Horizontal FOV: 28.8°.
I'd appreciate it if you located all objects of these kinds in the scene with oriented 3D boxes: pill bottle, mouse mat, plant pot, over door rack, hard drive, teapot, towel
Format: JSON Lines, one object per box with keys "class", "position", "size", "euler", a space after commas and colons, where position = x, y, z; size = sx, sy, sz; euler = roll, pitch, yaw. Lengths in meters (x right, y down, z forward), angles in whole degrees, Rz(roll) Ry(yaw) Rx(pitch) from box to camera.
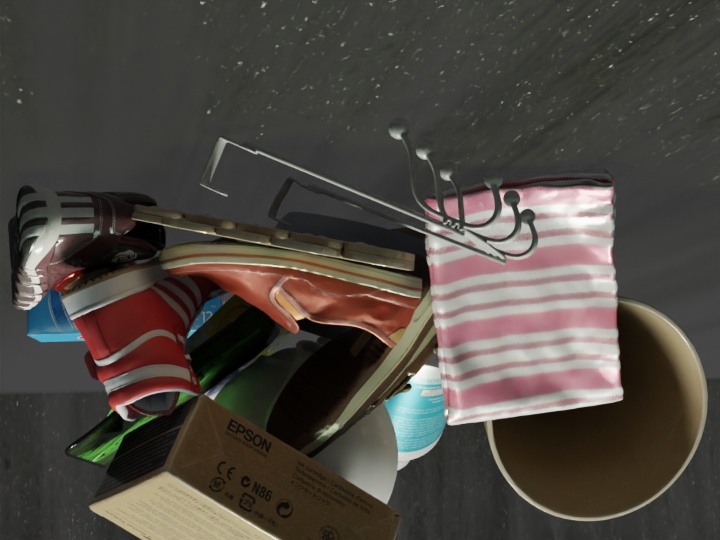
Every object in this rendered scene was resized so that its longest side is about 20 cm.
{"class": "pill bottle", "position": [0.042, 0.112, 1.388], "size": [0.109, 0.112, 0.201], "euler": [1, 135, -17]}
{"class": "mouse mat", "position": [-0.152, 0.100, 1.179], "size": [0.199, 0.008, 0.161], "euler": [-36, 169, -5]}
{"class": "plant pot", "position": [0.178, 0.092, 1.224], "size": [0.184, 0.190, 0.200], "euler": [-1, -168, -8]}
{"class": "over door rack", "position": [0.012, -0.058, 0.927], "size": [0.197, 0.068, 0.148], "euler": [10, 175, 18]}
{"class": "hard drive", "position": [0.016, 0.017, 1.179], "size": [0.197, 0.043, 0.136], "euler": [16, 144, -1]}
{"class": "teapot", "position": [-0.046, 0.133, 1.265], "size": [0.196, 0.148, 0.199], "euler": [23, 169, -37]}
{"class": "towel", "position": [0.126, 0.025, 1.063], "size": [0.144, 0.203, 0.030], "euler": [-8, -155, -1]}

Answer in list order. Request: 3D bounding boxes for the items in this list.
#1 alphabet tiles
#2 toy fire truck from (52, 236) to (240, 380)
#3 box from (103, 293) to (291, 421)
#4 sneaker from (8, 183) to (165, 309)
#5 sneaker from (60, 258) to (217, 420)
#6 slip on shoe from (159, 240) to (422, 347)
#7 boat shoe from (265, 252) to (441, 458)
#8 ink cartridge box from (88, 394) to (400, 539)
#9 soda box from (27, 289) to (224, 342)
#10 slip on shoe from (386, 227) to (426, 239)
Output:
{"class": "alphabet tiles", "position": [-0.061, -0.025, 1.019], "size": [0.197, 0.015, 0.195], "euler": [10, 180, 12]}
{"class": "toy fire truck", "position": [-0.178, 0.016, 1.264], "size": [0.166, 0.113, 0.200], "euler": [-26, 172, -1]}
{"class": "box", "position": [-0.148, 0.094, 1.304], "size": [0.199, 0.049, 0.117], "euler": [-40, 170, 14]}
{"class": "sneaker", "position": [-0.212, -0.016, 1.089], "size": [0.114, 0.077, 0.200], "euler": [-2, 171, -18]}
{"class": "sneaker", "position": [-0.150, 0.050, 1.089], "size": [0.071, 0.114, 0.200], "euler": [-22, 179, 25]}
{"class": "slip on shoe", "position": [-0.054, 0.015, 1.042], "size": [0.197, 0.062, 0.074], "euler": [12, -178, -4]}
{"class": "boat shoe", "position": [0.011, 0.084, 1.115], "size": [0.075, 0.075, 0.203], "euler": [32, 107, -37]}
{"class": "ink cartridge box", "position": [-0.094, 0.193, 1.121], "size": [0.199, 0.076, 0.164], "euler": [34, 149, -19]}
{"class": "soda box", "position": [-0.240, 0.037, 1.451], "size": [0.197, 0.065, 0.068], "euler": [-2, 171, -1]}
{"class": "slip on shoe", "position": [0.000, 0.000, 1.243], "size": [0.198, 0.077, 0.060], "euler": [2, -177, 28]}
